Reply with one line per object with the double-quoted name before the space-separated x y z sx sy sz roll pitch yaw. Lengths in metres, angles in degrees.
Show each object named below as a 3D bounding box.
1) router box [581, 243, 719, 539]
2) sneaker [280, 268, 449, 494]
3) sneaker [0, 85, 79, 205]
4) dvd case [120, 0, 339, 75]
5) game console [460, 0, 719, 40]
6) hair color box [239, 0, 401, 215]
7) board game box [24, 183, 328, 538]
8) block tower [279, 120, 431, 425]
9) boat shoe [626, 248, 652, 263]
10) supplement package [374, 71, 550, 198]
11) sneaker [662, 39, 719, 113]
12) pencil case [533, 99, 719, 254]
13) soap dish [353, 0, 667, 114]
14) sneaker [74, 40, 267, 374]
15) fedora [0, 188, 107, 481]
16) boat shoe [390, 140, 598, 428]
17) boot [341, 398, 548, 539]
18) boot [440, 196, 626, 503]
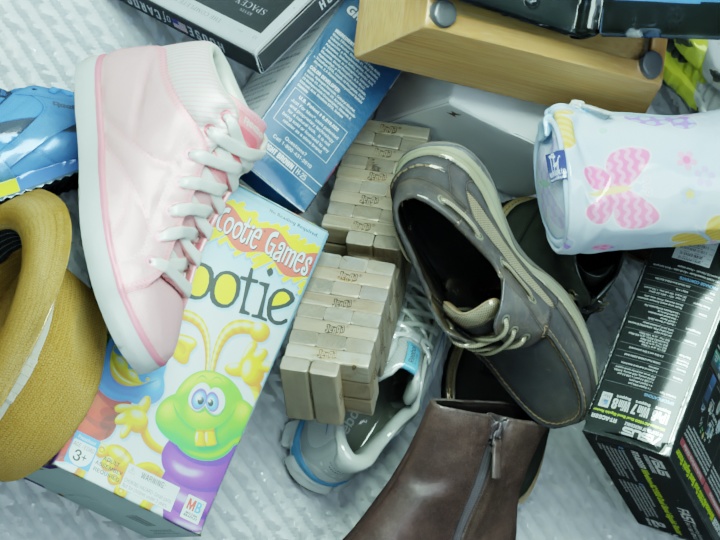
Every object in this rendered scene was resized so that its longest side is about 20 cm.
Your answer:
"router box" 0.213 0.076 1.713 0.062 0.200 0.150 16 73 23
"sneaker" 0.027 0.051 1.686 0.075 0.087 0.201 31 72 -16
"sneaker" -0.176 -0.088 1.620 0.199 0.066 0.079 -18 81 -20
"dvd case" -0.048 -0.218 1.659 0.200 0.150 0.025 -45 142 -21
"game console" 0.145 -0.242 1.525 0.170 0.118 0.201 15 79 -24
"hair color box" -0.021 -0.125 1.675 0.060 0.100 0.200 39 71 -16
"board game box" -0.117 0.049 1.613 0.103 0.105 0.201 28 74 -18
"block tower" 0.000 0.000 1.652 0.054 0.058 0.201 9 54 10
"boat shoe" 0.258 -0.016 1.803 0.199 0.070 0.071 12 79 -23
"supplement package" 0.110 -0.166 1.725 0.121 0.120 0.201 25 75 -21
"sneaker" 0.261 -0.125 1.785 0.084 0.075 0.201 -19 67 -31
"pencil case" 0.203 -0.060 1.613 0.199 0.083 0.091 -3 70 -9
"soap dish" 0.102 -0.186 1.610 0.199 0.081 0.158 11 82 -24
"sneaker" -0.103 -0.045 1.528 0.104 0.075 0.201 -13 64 12
"fedora" -0.204 0.055 1.537 0.082 0.200 0.201 29 74 -29
"boat shoe" 0.073 0.020 1.623 0.200 0.074 0.073 55 34 -12
"boot" 0.016 0.153 1.649 0.199 0.072 0.167 5 111 -36
"boot" 0.115 0.046 1.696 0.077 0.138 0.201 5 83 -23
